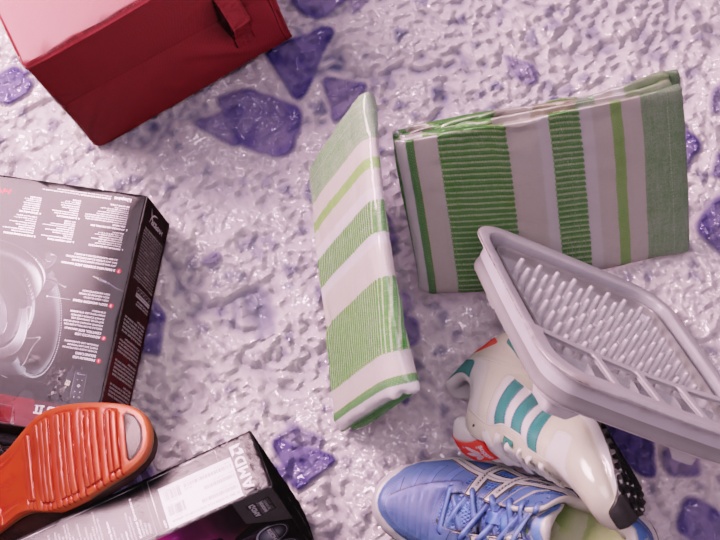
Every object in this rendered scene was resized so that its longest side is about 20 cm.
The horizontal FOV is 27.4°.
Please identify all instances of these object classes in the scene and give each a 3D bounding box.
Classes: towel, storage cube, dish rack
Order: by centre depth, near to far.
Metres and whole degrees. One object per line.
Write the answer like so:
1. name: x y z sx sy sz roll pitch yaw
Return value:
1. dish rack: 0.157 0.053 0.967 0.171 0.200 0.044 20 113 -21
2. towel: 0.000 0.000 1.022 0.023 0.153 0.201 -3 75 -16
3. towel: 0.129 -0.056 1.031 0.199 0.153 0.023 -12 38 0
4. storage cube: -0.180 -0.231 1.097 0.179 0.171 0.201 -30 74 0

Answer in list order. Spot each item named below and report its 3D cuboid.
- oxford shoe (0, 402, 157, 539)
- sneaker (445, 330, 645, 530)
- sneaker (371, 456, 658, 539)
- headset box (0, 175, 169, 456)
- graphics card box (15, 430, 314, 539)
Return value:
1. oxford shoe: -0.203 0.143 1.014 0.199 0.072 0.072 -24 59 31
2. sneaker: 0.116 0.115 0.988 0.093 0.070 0.200 -31 37 5
3. sneaker: 0.104 0.165 1.004 0.199 0.077 0.076 7 77 10
4. headset box: -0.236 0.040 1.079 0.148 0.077 0.201 7 77 9
5. graphics card box: -0.138 0.193 0.998 0.199 0.126 0.051 -25 53 -2
